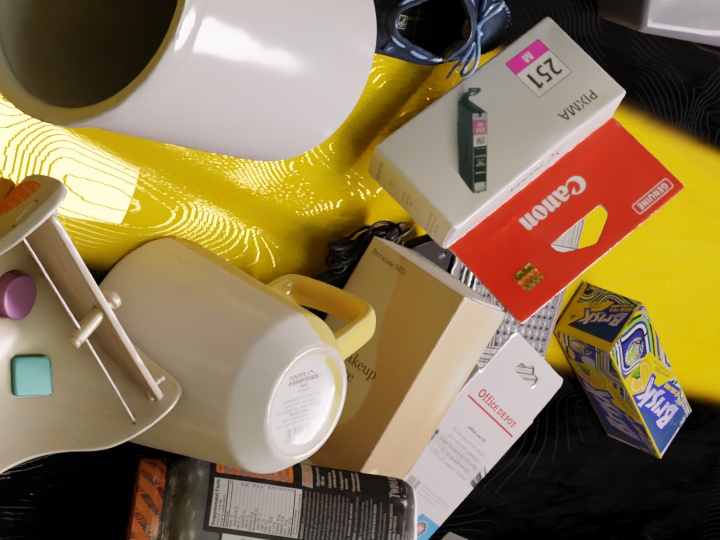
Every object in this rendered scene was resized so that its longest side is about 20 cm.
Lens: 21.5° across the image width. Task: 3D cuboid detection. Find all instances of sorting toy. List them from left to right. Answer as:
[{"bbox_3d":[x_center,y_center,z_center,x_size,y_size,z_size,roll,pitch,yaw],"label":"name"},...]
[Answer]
[{"bbox_3d":[-0.235,0.055,1.173,0.180,0.107,0.200,-44,138,-20],"label":"sorting toy"}]

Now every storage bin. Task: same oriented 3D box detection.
[{"bbox_3d":[0.290,-0.292,1.673,0.134,0.146,0.200,2,107,-25],"label":"storage bin"}]

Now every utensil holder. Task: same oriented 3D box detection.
[{"bbox_3d":[-0.109,-0.159,1.173,0.200,0.170,0.170,9,99,-57],"label":"utensil holder"}]

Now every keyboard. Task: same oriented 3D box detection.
[{"bbox_3d":[0.000,0.000,1.510,0.200,0.040,0.104,-21,142,-45],"label":"keyboard"}]

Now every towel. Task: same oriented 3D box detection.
[{"bbox_3d":[0.125,0.027,1.675,0.200,0.035,0.193,14,95,-54],"label":"towel"}]

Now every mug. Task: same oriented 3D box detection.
[{"bbox_3d":[-0.083,0.054,1.315,0.187,0.153,0.149,-55,141,-19],"label":"mug"}]

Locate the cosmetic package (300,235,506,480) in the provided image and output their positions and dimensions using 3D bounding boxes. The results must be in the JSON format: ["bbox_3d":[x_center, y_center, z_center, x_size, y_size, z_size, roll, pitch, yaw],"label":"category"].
[{"bbox_3d":[0.012,0.086,1.463,0.071,0.105,0.200,20,101,-56],"label":"cosmetic package"}]

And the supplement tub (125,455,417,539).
[{"bbox_3d":[-0.067,0.196,1.356,0.123,0.200,0.123,-171,-90,-84],"label":"supplement tub"}]

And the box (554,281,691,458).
[{"bbox_3d":[0.258,0.100,1.853,0.064,0.070,0.200,-54,141,-18],"label":"box"}]

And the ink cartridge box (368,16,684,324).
[{"bbox_3d":[0.135,-0.081,1.487,0.200,0.174,0.044,-38,165,-23],"label":"ink cartridge box"}]

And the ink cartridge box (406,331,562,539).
[{"bbox_3d":[0.064,0.129,1.572,0.200,0.068,0.116,-48,142,-2],"label":"ink cartridge box"}]

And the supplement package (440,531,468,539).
[{"bbox_3d":[0.087,0.384,1.698,0.191,0.147,0.200,-36,132,-38],"label":"supplement package"}]

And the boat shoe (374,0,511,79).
[{"bbox_3d":[0.060,-0.183,1.461,0.200,0.069,0.084,-15,117,-49],"label":"boat shoe"}]
